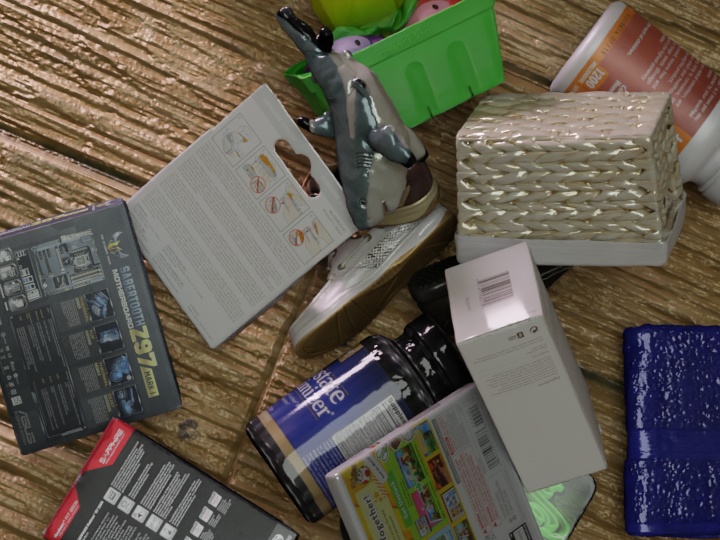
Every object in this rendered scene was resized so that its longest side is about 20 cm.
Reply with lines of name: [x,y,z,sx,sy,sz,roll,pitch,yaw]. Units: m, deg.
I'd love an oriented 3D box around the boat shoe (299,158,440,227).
boat shoe: [-0.029,-0.071,1.567,0.197,0.072,0.073,-10,50,15]

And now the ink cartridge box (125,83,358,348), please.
ink cartridge box: [-0.108,-0.051,1.559,0.199,0.050,0.163,-38,87,17]

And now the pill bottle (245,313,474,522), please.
pill bottle: [0.003,0.131,1.552,0.199,0.112,0.112,-35,87,-7]

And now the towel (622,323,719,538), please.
towel: [0.317,0.153,1.608,0.146,0.050,0.203,2,83,-11]

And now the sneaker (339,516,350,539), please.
sneaker: [0.078,0.258,1.539,0.197,0.106,0.076,12,83,-2]

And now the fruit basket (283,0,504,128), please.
fruit basket: [0.017,-0.238,1.587,0.213,0.155,0.219,-2,100,-12]

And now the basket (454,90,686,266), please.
basket: [0.188,-0.086,1.532,0.197,0.136,0.125,0,115,20]

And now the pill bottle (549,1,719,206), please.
pill bottle: [0.288,-0.155,1.604,0.199,0.112,0.113,37,82,1]

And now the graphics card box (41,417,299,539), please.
graphics card box: [-0.167,0.237,1.506,0.199,0.051,0.126,30,81,6]

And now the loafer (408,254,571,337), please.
loafer: [0.143,0.006,1.605,0.198,0.073,0.072,-20,110,-6]

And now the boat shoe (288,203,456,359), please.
boat shoe: [0.000,0.000,1.593,0.200,0.071,0.069,-41,68,-13]

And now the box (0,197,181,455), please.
box: [-0.264,0.051,1.550,0.156,0.051,0.202,-17,101,-5]

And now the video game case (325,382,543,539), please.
video game case: [0.075,0.229,1.491,0.181,0.023,0.202,-29,101,-34]

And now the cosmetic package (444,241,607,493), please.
cosmetic package: [0.150,0.089,1.513,0.084,0.108,0.201,-19,126,10]

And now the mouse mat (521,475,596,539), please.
mouse mat: [0.107,0.216,1.603,0.199,0.008,0.162,32,82,-1]

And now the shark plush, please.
shark plush: [-0.019,-0.139,1.475,0.083,0.091,0.201,-31,103,13]
